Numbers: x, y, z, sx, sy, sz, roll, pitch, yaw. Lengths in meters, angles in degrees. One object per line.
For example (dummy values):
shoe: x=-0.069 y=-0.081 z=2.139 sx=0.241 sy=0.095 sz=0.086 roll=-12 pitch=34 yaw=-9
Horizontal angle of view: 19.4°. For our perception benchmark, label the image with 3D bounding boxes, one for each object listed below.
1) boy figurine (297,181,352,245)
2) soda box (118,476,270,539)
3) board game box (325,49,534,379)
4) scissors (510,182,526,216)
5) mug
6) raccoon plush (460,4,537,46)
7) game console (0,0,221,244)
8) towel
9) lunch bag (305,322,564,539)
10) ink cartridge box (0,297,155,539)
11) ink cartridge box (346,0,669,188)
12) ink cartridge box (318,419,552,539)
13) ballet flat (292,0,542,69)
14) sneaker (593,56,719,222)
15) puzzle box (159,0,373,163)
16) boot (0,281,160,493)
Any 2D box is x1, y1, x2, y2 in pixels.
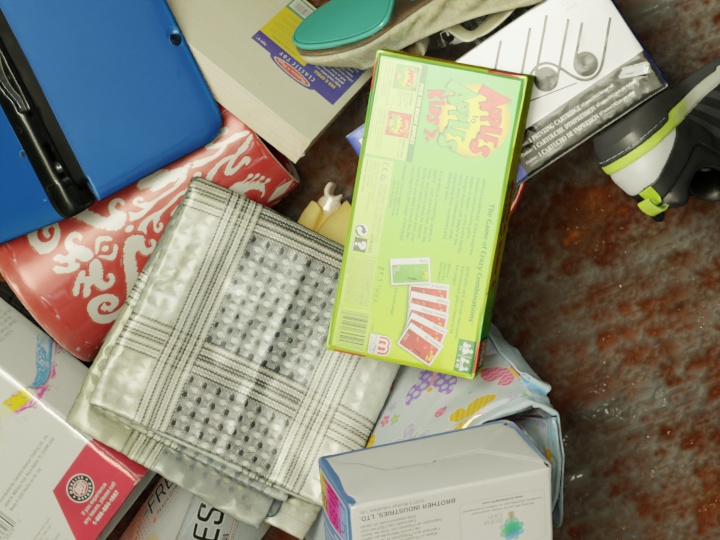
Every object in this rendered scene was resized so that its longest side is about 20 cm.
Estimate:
boy figurine: x=0.000 y=0.000 z=1.505 sx=0.124 sy=0.064 sz=0.200 roll=46 pitch=106 yaw=21
soda box: x=-0.100 y=0.160 z=1.523 sx=0.063 sy=0.068 sz=0.200 roll=22 pitch=111 yaw=-33
board game box: x=0.046 y=-0.038 z=1.386 sx=0.101 sy=0.048 sz=0.201 roll=11 pitch=98 yaw=9
scissors: x=0.064 y=-0.007 z=1.533 sx=0.073 sy=0.014 sz=0.201 roll=18 pitch=98 yaw=2
mug: x=-0.165 y=-0.064 z=1.493 sx=0.200 sy=0.133 sz=0.178 roll=-36 pitch=95 yaw=6
raccoon plush: x=0.059 y=-0.181 z=1.475 sx=0.133 sy=0.097 sz=0.201 roll=-3 pitch=98 yaw=14
game console: x=-0.221 y=-0.139 z=1.415 sx=0.170 sy=0.118 sz=0.201 roll=-17 pitch=103 yaw=41
towel: x=-0.074 y=0.063 z=1.431 sx=0.192 sy=0.035 sz=0.201 roll=27 pitch=87 yaw=-10
lunch bag: x=0.058 y=0.139 z=1.465 sx=0.127 sy=0.170 sz=0.200 roll=24 pitch=102 yaw=-28
ink cartridge box: x=-0.255 y=0.122 z=1.492 sx=0.200 sy=0.086 sz=0.148 roll=40 pitch=114 yaw=3
ink cartridge box: x=0.099 y=-0.108 z=1.416 sx=0.200 sy=0.044 sz=0.094 roll=-34 pitch=89 yaw=12
ink cartridge box: x=0.051 y=0.210 z=1.355 sx=0.136 sy=0.076 sz=0.201 roll=-9 pitch=112 yaw=-13
ballet flat: x=0.042 y=-0.169 z=1.418 sx=0.200 sy=0.068 sz=0.062 roll=-19 pitch=128 yaw=37
sneaker: x=0.223 y=-0.083 z=1.423 sx=0.072 sy=0.200 sz=0.083 roll=-34 pitch=89 yaw=41
puzzle box: x=-0.090 y=-0.172 z=1.469 sx=0.200 sy=0.133 sz=0.025 roll=39 pitch=128 yaw=0
boot: x=-0.243 y=0.115 z=1.559 sx=0.132 sy=0.070 sz=0.200 roll=-44 pitch=86 yaw=16
